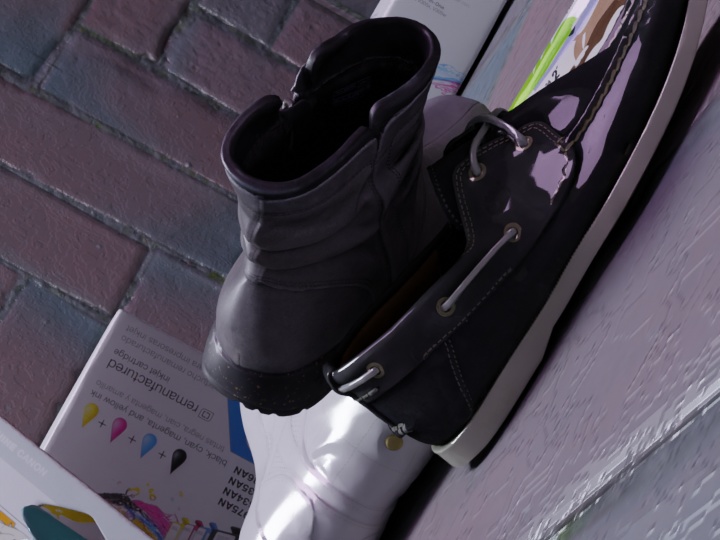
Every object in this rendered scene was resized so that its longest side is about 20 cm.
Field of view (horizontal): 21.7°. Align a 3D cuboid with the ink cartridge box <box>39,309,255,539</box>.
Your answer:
[{"bbox_3d":[-0.134,0.152,1.122,0.200,0.147,0.145,-63,6,-14],"label":"ink cartridge box"}]

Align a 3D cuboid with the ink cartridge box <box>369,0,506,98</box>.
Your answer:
[{"bbox_3d":[0.030,-0.152,1.497,0.200,0.087,0.145,-63,5,3],"label":"ink cartridge box"}]

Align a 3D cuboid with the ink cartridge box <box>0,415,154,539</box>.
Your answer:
[{"bbox_3d":[-0.165,0.187,0.978,0.174,0.200,0.044,-59,-21,11],"label":"ink cartridge box"}]

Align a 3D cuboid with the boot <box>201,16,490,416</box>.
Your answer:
[{"bbox_3d":[0.014,-0.044,0.718,0.200,0.070,0.132,-51,-20,-44],"label":"boot"}]

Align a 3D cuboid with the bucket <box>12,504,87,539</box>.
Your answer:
[{"bbox_3d":[-0.100,0.195,0.623,0.208,0.134,0.207,-61,5,9],"label":"bucket"}]

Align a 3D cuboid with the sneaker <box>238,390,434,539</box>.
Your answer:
[{"bbox_3d":[0.002,0.049,0.812,0.116,0.074,0.200,-57,16,21],"label":"sneaker"}]

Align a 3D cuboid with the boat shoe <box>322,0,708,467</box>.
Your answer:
[{"bbox_3d":[0.059,-0.029,0.668,0.200,0.067,0.072,-59,4,8],"label":"boat shoe"}]

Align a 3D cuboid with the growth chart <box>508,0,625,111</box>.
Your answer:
[{"bbox_3d":[0.099,-0.088,0.854,0.145,0.018,0.200,-61,7,15],"label":"growth chart"}]
